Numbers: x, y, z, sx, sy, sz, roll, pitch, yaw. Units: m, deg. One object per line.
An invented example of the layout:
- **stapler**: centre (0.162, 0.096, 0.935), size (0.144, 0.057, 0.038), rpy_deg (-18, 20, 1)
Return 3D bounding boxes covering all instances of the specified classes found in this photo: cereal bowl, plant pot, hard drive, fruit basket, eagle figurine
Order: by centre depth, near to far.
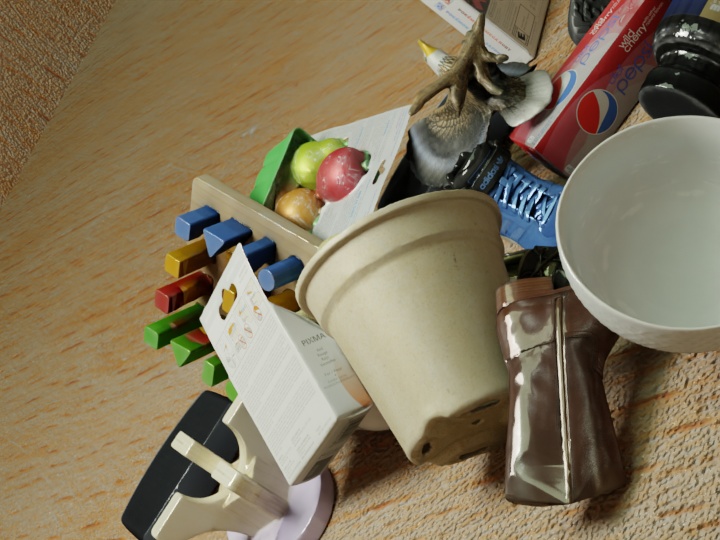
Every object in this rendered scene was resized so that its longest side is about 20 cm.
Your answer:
- **cereal bowl**: centre (0.254, -0.019, 1.319), size (0.199, 0.083, 0.201), rpy_deg (-5, 58, 9)
- **plant pot**: centre (0.068, 0.062, 1.479), size (0.200, 0.200, 0.184), rpy_deg (-40, 60, 30)
- **eagle figurine**: centre (0.113, -0.183, 1.750), size (0.200, 0.151, 0.152), rpy_deg (77, 179, -70)
- **fruit basket**: centre (-0.034, -0.087, 1.867), size (0.199, 0.094, 0.186), rpy_deg (-8, 51, 41)
- **hard drive**: centre (0.099, -0.132, 1.890), size (0.200, 0.042, 0.135), rpy_deg (-57, 22, -8)
- **hard drive**: centre (-0.204, 0.233, 1.982), size (0.200, 0.042, 0.135), rpy_deg (-57, 22, -8)

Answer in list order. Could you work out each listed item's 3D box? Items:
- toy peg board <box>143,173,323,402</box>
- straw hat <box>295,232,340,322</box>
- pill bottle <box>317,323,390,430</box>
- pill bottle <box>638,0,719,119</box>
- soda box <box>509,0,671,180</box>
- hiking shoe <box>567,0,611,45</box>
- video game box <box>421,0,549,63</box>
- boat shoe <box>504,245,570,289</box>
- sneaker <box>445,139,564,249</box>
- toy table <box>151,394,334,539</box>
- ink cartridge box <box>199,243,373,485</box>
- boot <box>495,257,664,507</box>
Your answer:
- **toy peg board**: centre (-0.143, 0.033, 1.840), size (0.098, 0.200, 0.200), rpy_deg (-26, -45, -43)
- **straw hat**: centre (0.000, 0.000, 1.709), size (0.201, 0.200, 0.086), rpy_deg (-8, 92, 60)
- **pill bottle**: centre (-0.001, 0.102, 1.682), size (0.200, 0.112, 0.113), rpy_deg (-7, 51, 60)
- **pill bottle**: centre (0.327, -0.218, 1.497), size (0.201, 0.112, 0.112), rpy_deg (-60, 23, -15)
- **soda box**: centre (0.240, -0.189, 1.690), size (0.200, 0.063, 0.070), rpy_deg (-54, 22, 1)
- **hiking shoe**: centre (0.268, -0.307, 1.808), size (0.101, 0.075, 0.201), rpy_deg (95, -165, -66)
- **video game box**: centre (0.141, -0.355, 1.968), size (0.047, 0.182, 0.201), rpy_deg (-30, 31, 43)
- **boat shoe**: centre (0.167, 0.011, 1.540), size (0.201, 0.066, 0.072), rpy_deg (-10, 47, 59)
- **sneaker**: centre (0.149, -0.069, 1.633), size (0.077, 0.111, 0.200), rpy_deg (-54, 23, -1)
- **toy table**: centre (-0.121, 0.221, 1.740), size (0.200, 0.117, 0.184), rpy_deg (-6, 52, 60)
- **ink cartridge box**: centre (-0.075, 0.088, 1.638), size (0.050, 0.201, 0.162), rpy_deg (-18, -22, -29)
- **boot**: centre (0.200, 0.095, 1.355), size (0.186, 0.064, 0.201), rpy_deg (-10, 58, 12)
